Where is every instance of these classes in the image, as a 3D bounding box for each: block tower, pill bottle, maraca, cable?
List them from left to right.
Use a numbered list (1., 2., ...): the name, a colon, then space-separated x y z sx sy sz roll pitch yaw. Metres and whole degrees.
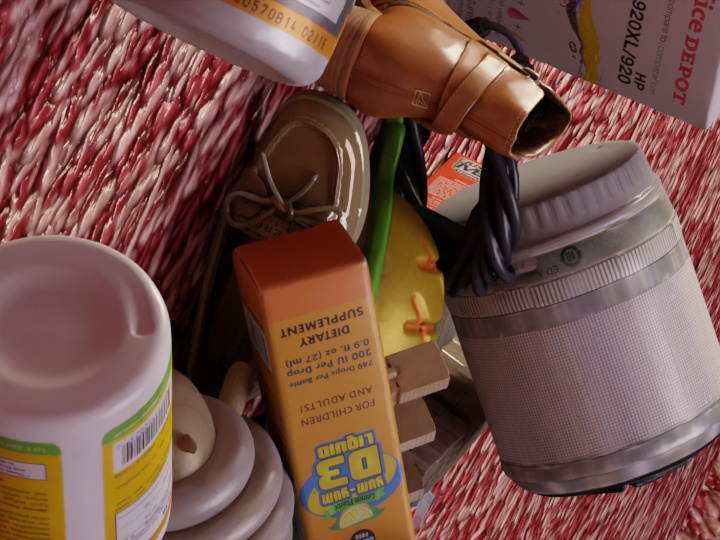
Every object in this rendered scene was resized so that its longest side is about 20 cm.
1. pill bottle: -0.144 0.086 1.402 0.111 0.111 0.201 -55 162 -35
2. pill bottle: -0.032 -0.195 1.352 0.201 0.116 0.116 -65 165 -2
3. maraca: 0.000 0.000 1.783 0.137 0.106 0.201 121 -17 -63
4. block tower: 0.044 0.103 1.947 0.058 0.054 0.200 -59 170 30
5. cable: 0.062 -0.063 1.808 0.200 0.051 0.164 155 -72 -68

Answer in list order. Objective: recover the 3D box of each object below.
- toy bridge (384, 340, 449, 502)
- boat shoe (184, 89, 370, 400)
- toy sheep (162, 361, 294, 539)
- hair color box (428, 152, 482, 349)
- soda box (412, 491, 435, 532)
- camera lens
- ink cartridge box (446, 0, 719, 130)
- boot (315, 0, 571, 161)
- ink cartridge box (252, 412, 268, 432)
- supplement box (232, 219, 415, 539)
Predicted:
1. toy bridge: 0.010 0.098 1.747 0.067 0.027 0.200 -19 157 -12
2. boat shoe: -0.049 -0.005 1.660 0.063 0.073 0.201 -44 154 -60
3. toy sheep: -0.096 0.134 1.611 0.138 0.137 0.201 -53 142 -39
4. hair color box: 0.039 0.009 2.000 0.200 0.061 0.102 -42 152 -54
5. soda box: -0.004 0.154 2.057 0.064 0.070 0.200 -62 165 -7
6. camera lens: 0.144 0.035 1.910 0.160 0.159 0.201 -40 113 -58
7. ink cartridge box: 0.165 -0.213 1.828 0.145 0.199 0.148 -52 159 -41
8. boot: 0.052 -0.119 1.673 0.200 0.154 0.074 -39 150 -59
9. ink cartridge box: -0.010 0.184 1.775 0.039 0.200 0.100 -33 -164 15
10. supplement box: -0.017 0.079 1.633 0.069 0.066 0.201 -126 -157 -61
